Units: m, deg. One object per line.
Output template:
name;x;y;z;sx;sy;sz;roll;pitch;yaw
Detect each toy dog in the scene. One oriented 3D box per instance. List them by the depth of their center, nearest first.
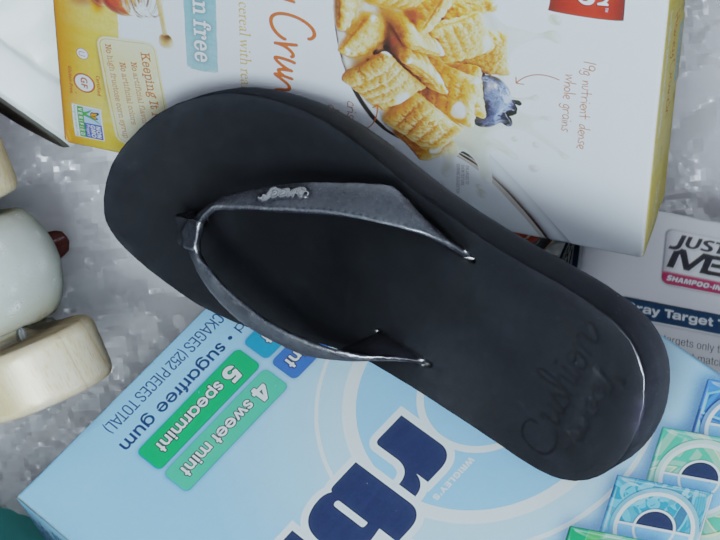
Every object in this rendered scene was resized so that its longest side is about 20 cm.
toy dog;-0.175;0.017;0.923;0.200;0.096;0.132;0;98;13

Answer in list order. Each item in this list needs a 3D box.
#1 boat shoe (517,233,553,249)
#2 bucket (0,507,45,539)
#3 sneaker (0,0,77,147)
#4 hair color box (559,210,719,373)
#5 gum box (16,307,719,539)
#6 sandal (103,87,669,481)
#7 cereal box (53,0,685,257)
boat shoe;-0.002;-0.078;0.920;0.071;0.063;0.200;-41;96;0
bucket;-0.098;0.178;0.873;0.207;0.207;0.135;34;93;-4
sneaker;-0.152;-0.127;0.888;0.200;0.073;0.085;36;85;-36
hair color box;0.106;0.081;0.888;0.100;0.061;0.200;11;61;-3
gum box;0.020;0.073;0.837;0.200;0.045;0.170;36;72;31
sandal;0.000;0.000;0.813;0.200;0.043;0.076;24;114;27
cereal box;0.001;-0.086;0.834;0.200;0.040;0.144;11;132;13
